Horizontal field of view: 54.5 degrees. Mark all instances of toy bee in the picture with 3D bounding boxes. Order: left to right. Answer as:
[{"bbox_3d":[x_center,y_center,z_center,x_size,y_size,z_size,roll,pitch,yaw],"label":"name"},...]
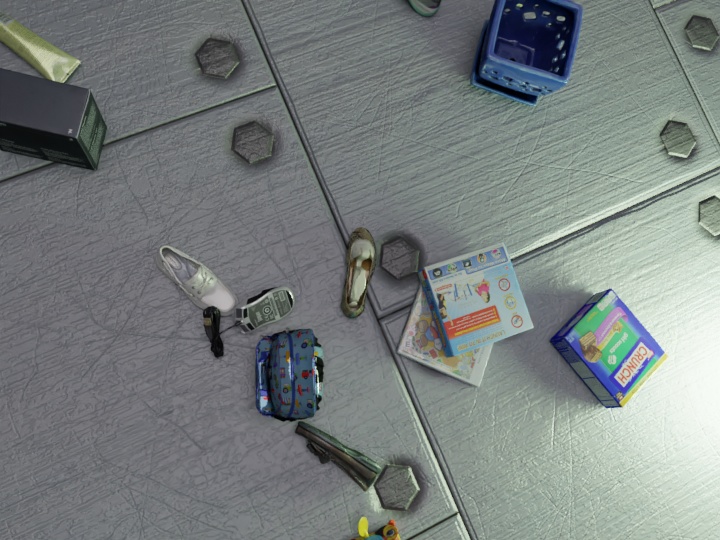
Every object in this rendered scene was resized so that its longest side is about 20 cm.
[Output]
[{"bbox_3d":[0.041,0.554,1.397,0.196,0.109,0.133,7,110,4],"label":"toy bee"}]

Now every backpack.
[{"bbox_3d":[-0.137,0.202,1.364,0.132,0.200,0.186,0,80,-10],"label":"backpack"}]

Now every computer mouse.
[{"bbox_3d":[-0.228,0.091,1.441,0.198,0.044,0.111,-25,118,-21],"label":"computer mouse"}]

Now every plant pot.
[{"bbox_3d":[0.366,-0.503,1.596,0.197,0.180,0.203,16,76,-7],"label":"plant pot"}]

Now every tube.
[{"bbox_3d":[-0.694,-0.469,1.466,0.199,0.052,0.058,35,117,-6],"label":"tube"}]

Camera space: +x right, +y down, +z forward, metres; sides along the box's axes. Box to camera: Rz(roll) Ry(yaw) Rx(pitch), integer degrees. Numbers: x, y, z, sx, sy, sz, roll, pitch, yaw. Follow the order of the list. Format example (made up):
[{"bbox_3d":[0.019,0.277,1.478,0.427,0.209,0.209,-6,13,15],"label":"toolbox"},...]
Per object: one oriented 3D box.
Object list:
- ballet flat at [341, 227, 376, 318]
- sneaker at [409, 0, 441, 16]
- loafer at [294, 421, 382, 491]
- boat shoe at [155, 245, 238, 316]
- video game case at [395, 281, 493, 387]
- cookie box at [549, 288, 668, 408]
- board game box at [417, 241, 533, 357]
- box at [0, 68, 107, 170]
[{"bbox_3d":[0.000,0.000,1.490,0.067,0.075,0.203,10,78,-7],"label":"ballet flat"},{"bbox_3d":[0.115,-0.687,1.603,0.198,0.140,0.078,32,76,-4],"label":"sneaker"},{"bbox_3d":[-0.052,0.378,1.417,0.198,0.072,0.063,31,82,-6],"label":"loafer"},{"bbox_3d":[-0.336,0.021,1.427,0.199,0.069,0.071,36,72,-4],"label":"boat shoe"},{"bbox_3d":[0.197,0.132,1.530,0.198,0.023,0.184,23,76,-5],"label":"video game case"},{"bbox_3d":[0.555,0.175,1.560,0.171,0.075,0.201,-41,90,-15],"label":"cookie box"},{"bbox_3d":[0.248,0.062,1.512,0.197,0.056,0.199,-17,84,-13],"label":"board game box"},{"bbox_3d":[-0.622,-0.294,1.375,0.197,0.182,0.106,12,78,-8],"label":"box"}]
